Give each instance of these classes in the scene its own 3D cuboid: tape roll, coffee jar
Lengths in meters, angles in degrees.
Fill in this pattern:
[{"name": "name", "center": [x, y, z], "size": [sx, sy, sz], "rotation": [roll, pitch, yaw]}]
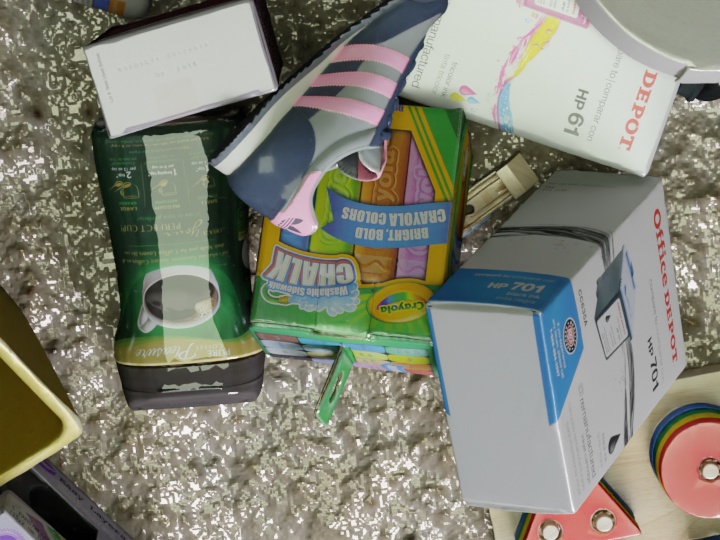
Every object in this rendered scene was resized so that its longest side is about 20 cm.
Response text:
[{"name": "tape roll", "center": [0.222, -0.219, 1.523], "size": [0.203, 0.037, 0.203], "rotation": [1, 81, -8]}, {"name": "coffee jar", "center": [-0.119, -0.007, 1.606], "size": [0.104, 0.085, 0.200], "rotation": [-4, 101, 1]}]

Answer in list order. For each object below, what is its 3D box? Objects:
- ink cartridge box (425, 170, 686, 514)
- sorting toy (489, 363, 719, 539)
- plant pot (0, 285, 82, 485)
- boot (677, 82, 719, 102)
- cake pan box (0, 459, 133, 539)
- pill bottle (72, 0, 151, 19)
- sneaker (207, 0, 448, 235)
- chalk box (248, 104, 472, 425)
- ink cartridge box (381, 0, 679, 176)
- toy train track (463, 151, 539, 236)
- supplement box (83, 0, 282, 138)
[{"name": "ink cartridge box", "center": [0.130, 0.042, 1.547], "size": [0.086, 0.200, 0.147], "rotation": [4, 118, 31]}, {"name": "sorting toy", "center": [0.194, 0.181, 1.661], "size": [0.200, 0.070, 0.199], "rotation": [-11, 102, 1]}, {"name": "plant pot", "center": [-0.325, 0.037, 1.542], "size": [0.194, 0.200, 0.196], "rotation": [-32, 133, 5]}, {"name": "boot", "center": [0.320, -0.167, 1.590], "size": [0.162, 0.073, 0.198], "rotation": [30, 94, -4]}, {"name": "cake pan box", "center": [-0.180, 0.210, 1.600], "size": [0.200, 0.184, 0.052], "rotation": [44, 93, -8]}, {"name": "pill bottle", "center": [-0.218, -0.241, 1.542], "size": [0.200, 0.112, 0.112], "rotation": [17, 101, -5]}, {"name": "sneaker", "center": [-0.002, -0.101, 1.484], "size": [0.200, 0.070, 0.082], "rotation": [-44, 96, -22]}, {"name": "chalk box", "center": [0.000, 0.000, 1.554], "size": [0.124, 0.125, 0.200], "rotation": [6, 80, 5]}, {"name": "ink cartridge box", "center": [0.116, -0.162, 1.580], "size": [0.200, 0.085, 0.145], "rotation": [17, 100, -6]}, {"name": "toy train track", "center": [0.035, -0.011, 1.636], "size": [0.200, 0.033, 0.115], "rotation": [-36, 100, 5]}, {"name": "supplement box", "center": [-0.108, -0.135, 1.521], "size": [0.109, 0.200, 0.061], "rotation": [-16, 100, 2]}]
